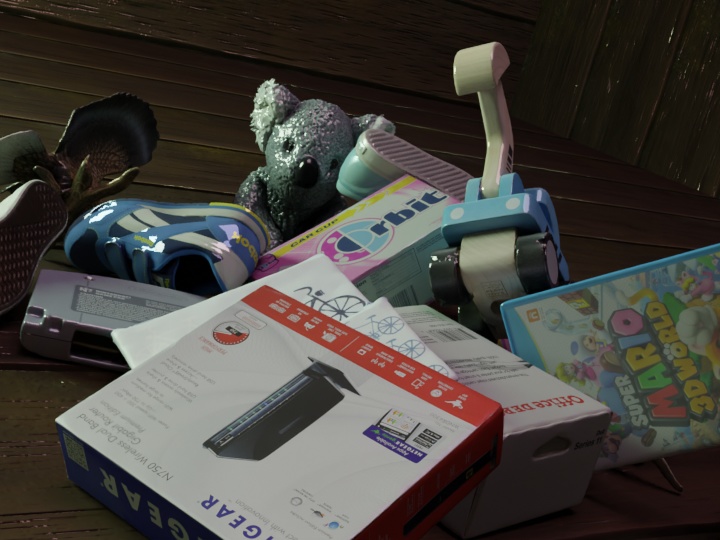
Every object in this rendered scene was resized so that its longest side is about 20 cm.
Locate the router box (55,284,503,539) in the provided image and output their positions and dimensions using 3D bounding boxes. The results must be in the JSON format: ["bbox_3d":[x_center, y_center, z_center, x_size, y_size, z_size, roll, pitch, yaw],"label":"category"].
[{"bbox_3d":[-0.046,0.102,0.705,0.199,0.049,0.179,25,43,33],"label":"router box"}]

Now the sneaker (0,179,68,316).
[{"bbox_3d":[-0.310,0.000,0.962,0.073,0.084,0.200,56,24,-15],"label":"sneaker"}]

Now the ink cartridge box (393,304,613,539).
[{"bbox_3d":[0.062,0.104,0.881,0.146,0.083,0.200,-3,23,-44],"label":"ink cartridge box"}]

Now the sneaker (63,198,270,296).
[{"bbox_3d":[-0.183,-0.013,1.060,0.199,0.074,0.082,-2,49,21],"label":"sneaker"}]

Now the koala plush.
[{"bbox_3d":[-0.063,-0.089,1.247,0.177,0.201,0.184,15,14,-1],"label":"koala plush"}]

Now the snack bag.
[{"bbox_3d":[-0.059,0.060,0.833,0.188,0.021,0.200,-22,38,-18],"label":"snack bag"}]

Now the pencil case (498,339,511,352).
[{"bbox_3d":[0.193,0.094,1.081,0.200,0.088,0.087,28,18,37],"label":"pencil case"}]

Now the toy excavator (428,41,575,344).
[{"bbox_3d":[0.117,-0.061,0.999,0.099,0.195,0.201,-10,48,23],"label":"toy excavator"}]

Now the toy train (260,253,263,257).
[{"bbox_3d":[-0.125,-0.005,1.155,0.199,0.057,0.042,17,29,4],"label":"toy train"}]

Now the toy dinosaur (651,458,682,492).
[{"bbox_3d":[0.174,0.122,0.979,0.199,0.048,0.088,23,-17,22],"label":"toy dinosaur"}]

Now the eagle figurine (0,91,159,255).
[{"bbox_3d":[-0.282,-0.090,1.184,0.151,0.152,0.200,-1,27,-5],"label":"eagle figurine"}]

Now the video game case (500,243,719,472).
[{"bbox_3d":[0.217,0.068,0.892,0.199,0.144,0.018,-17,-2,23],"label":"video game case"}]

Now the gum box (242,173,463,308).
[{"bbox_3d":[0.000,0.000,1.070,0.200,0.066,0.113,-31,32,-18],"label":"gum box"}]

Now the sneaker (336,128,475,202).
[{"bbox_3d":[0.065,-0.064,1.191,0.200,0.082,0.074,31,34,-15],"label":"sneaker"}]

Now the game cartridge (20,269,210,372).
[{"bbox_3d":[-0.166,0.047,0.958,0.199,0.041,0.133,13,18,-12],"label":"game cartridge"}]
